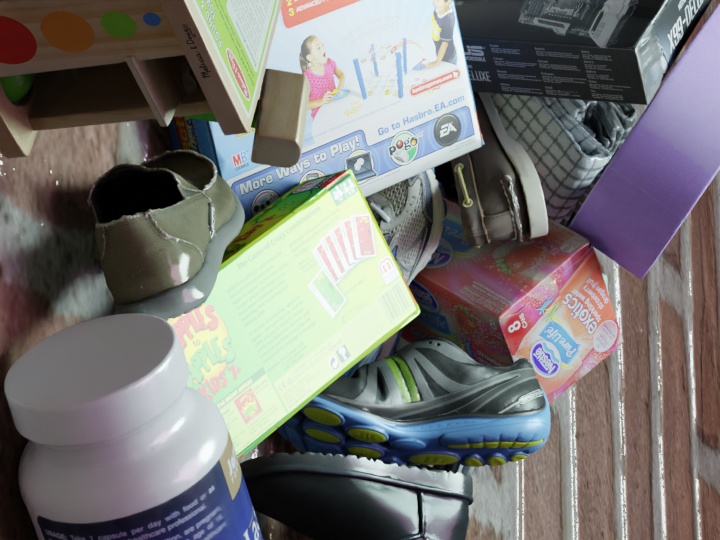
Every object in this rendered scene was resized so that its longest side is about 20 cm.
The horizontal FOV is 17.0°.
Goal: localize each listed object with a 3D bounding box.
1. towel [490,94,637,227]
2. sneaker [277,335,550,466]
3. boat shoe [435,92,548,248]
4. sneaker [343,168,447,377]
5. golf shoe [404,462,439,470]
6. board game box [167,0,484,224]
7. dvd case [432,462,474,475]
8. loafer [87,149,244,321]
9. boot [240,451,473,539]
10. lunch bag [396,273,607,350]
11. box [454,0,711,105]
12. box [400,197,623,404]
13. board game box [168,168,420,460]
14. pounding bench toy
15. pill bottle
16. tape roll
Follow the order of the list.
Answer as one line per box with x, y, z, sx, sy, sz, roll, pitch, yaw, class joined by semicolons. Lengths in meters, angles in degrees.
0.109;-0.121;1.809;0.085;0.166;0.200;-26;68;-37;towel
0.028;0.085;1.622;0.071;0.199;0.083;108;-17;-57;sneaker
0.075;-0.077;1.690;0.200;0.059;0.072;-116;-168;-57;boat shoe
0.000;0.000;1.647;0.085;0.077;0.201;-32;139;-54;sneaker
0.004;0.133;1.685;0.200;0.094;0.078;-114;-144;-64;golf shoe
-0.032;-0.139;1.517;0.200;0.056;0.196;-24;113;-29;board game box
0.060;0.174;1.780;0.146;0.022;0.201;-53;163;-64;dvd case
-0.111;-0.035;1.363;0.200;0.075;0.070;-97;167;-70;loafer
-0.003;0.223;1.534;0.066;0.164;0.201;134;-40;-66;boot
0.118;0.043;1.903;0.200;0.160;0.077;-9;93;-71;lunch bag
0.133;-0.185;1.663;0.158;0.199;0.050;-55;139;-38;box
0.081;0.006;1.736;0.095;0.200;0.103;-37;131;-20;box
-0.059;0.032;1.429;0.200;0.048;0.102;-38;107;-40;board game box
-0.127;-0.124;1.257;0.200;0.155;0.125;65;27;-44;pounding bench toy
-0.116;0.131;1.285;0.116;0.115;0.201;-64;144;-56;pill bottle
0.227;-0.094;1.688;0.200;0.066;0.200;-54;175;-6;tape roll
